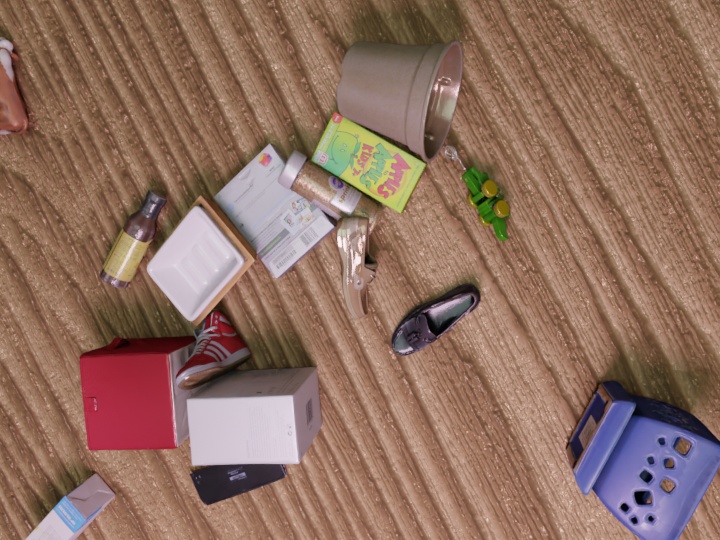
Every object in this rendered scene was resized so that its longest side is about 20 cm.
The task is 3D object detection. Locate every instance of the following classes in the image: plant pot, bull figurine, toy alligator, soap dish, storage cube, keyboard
[{"bbox_3d":[0.466,0.313,1.058,0.177,0.200,0.204,28,98,11],"label":"plant pot"},{"bbox_3d":[-0.736,-0.368,1.248,0.119,0.065,0.205,-17,89,13],"label":"bull figurine"},{"bbox_3d":[0.224,-0.150,1.131,0.054,0.059,0.203,-30,88,-33],"label":"toy alligator"},{"bbox_3d":[-0.300,-0.018,1.182,0.158,0.081,0.200,48,114,3],"label":"soap dish"},{"bbox_3d":[-0.407,0.228,1.189,0.175,0.171,0.206,-3,94,8],"label":"storage cube"},{"bbox_3d":[-0.256,0.391,1.257,0.196,0.021,0.130,-21,97,8],"label":"keyboard"},{"bbox_3d":[0.063,-0.314,1.085,0.180,0.200,0.206,18,97,18],"label":"plant pot"}]

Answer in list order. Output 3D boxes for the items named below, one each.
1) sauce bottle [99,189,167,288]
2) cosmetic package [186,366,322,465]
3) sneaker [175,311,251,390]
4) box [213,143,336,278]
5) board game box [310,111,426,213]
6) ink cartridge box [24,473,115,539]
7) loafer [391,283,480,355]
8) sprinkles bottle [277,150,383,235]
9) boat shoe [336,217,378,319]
[{"bbox_3d":[-0.446,-0.063,1.227,0.064,0.065,0.203,32,99,5],"label":"sauce bottle"},{"bbox_3d":[-0.189,0.263,1.145,0.194,0.199,0.127,-5,94,8],"label":"cosmetic package"},{"bbox_3d":[-0.293,0.146,1.158,0.071,0.199,0.114,-36,82,22],"label":"sneaker"},{"bbox_3d":[-0.164,-0.113,1.194,0.155,0.041,0.201,-40,89,8],"label":"box"},{"bbox_3d":[0.016,-0.201,1.157,0.197,0.048,0.103,30,98,5],"label":"board game box"},{"bbox_3d":[-0.612,0.527,1.270,0.068,0.115,0.200,44,99,3],"label":"ink cartridge box"},{"bbox_3d":[0.137,0.092,1.153,0.198,0.063,0.073,-36,89,9],"label":"loafer"},{"bbox_3d":[-0.054,-0.140,1.141,0.197,0.068,0.069,32,98,-9],"label":"sprinkles bottle"},{"bbox_3d":[0.000,0.000,1.136,0.063,0.072,0.204,-2,120,11],"label":"boat shoe"}]
